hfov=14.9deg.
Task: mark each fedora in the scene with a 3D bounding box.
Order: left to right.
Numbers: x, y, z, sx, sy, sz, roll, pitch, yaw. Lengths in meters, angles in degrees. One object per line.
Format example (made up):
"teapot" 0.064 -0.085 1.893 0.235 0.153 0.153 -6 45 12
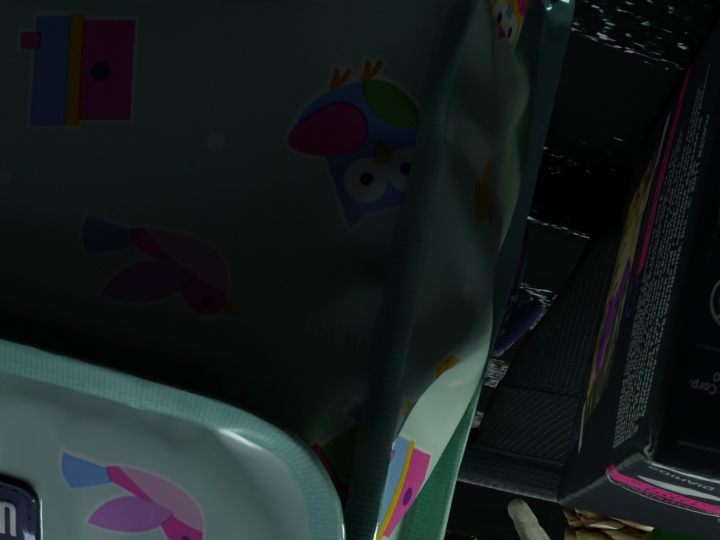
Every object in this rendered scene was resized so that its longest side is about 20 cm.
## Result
"fedora" 0.112 0.033 0.863 0.177 0.091 0.200 9 177 40

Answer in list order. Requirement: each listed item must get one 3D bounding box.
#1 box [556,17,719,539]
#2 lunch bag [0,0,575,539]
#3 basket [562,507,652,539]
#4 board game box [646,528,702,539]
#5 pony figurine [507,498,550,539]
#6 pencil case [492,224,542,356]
"box" 0.123 0.017 0.669 0.122 0.106 0.200 13 173 2
"lunch bag" -0.059 0.008 0.572 0.170 0.200 0.122 12 172 13
"basket" 0.191 0.068 1.088 0.200 0.149 0.143 9 -157 28
"board game box" 0.196 0.130 0.961 0.200 0.102 0.048 26 169 18
"pony figurine" 0.106 0.168 0.844 0.200 0.194 0.166 6 170 -43
"pencil case" 0.000 0.000 0.836 0.085 0.092 0.200 49 172 0
